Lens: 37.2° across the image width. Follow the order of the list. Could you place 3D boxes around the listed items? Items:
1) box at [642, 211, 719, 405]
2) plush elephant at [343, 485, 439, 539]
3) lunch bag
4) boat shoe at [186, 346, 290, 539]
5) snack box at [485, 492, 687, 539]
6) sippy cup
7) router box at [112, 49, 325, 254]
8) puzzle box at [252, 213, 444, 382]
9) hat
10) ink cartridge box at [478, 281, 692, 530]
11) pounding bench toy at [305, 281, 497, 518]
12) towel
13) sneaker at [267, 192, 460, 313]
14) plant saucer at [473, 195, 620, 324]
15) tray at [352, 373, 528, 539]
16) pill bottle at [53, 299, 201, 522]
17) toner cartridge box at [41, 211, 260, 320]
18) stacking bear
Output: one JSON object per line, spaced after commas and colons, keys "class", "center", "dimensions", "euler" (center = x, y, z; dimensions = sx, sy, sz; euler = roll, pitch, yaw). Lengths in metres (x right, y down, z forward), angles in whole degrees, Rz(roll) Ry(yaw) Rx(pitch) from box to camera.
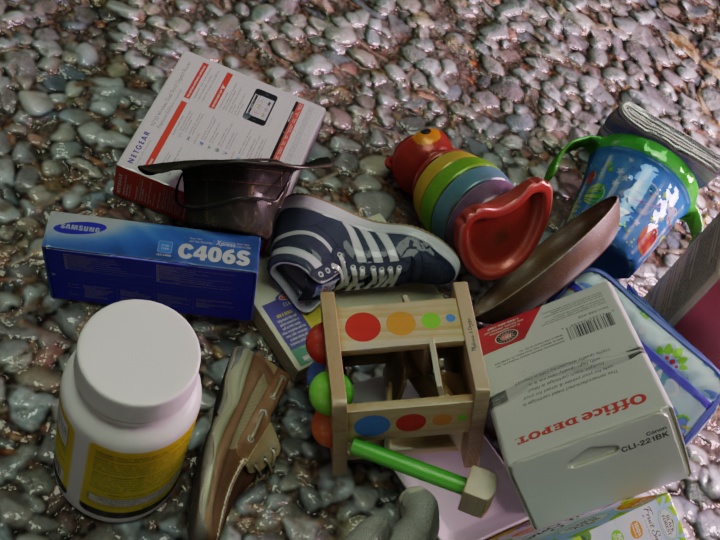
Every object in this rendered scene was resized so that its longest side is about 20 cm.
{"class": "box", "center": [0.386, 0.043, 1.145], "dimensions": [0.108, 0.201, 0.128], "euler": [27, 51, 0]}
{"class": "plush elephant", "center": [-0.025, 0.287, 0.871], "dimensions": [0.153, 0.166, 0.200], "euler": [-4, 9, 21]}
{"class": "lunch bag", "center": [0.256, 0.106, 1.086], "dimensions": [0.161, 0.082, 0.200], "euler": [-46, 75, 2]}
{"class": "boat shoe", "center": [-0.106, 0.160, 0.971], "dimensions": [0.071, 0.076, 0.201], "euler": [18, 53, -8]}
{"class": "snack box", "center": [0.161, 0.246, 0.915], "dimensions": [0.141, 0.200, 0.053], "euler": [-17, 81, -28]}
{"class": "sippy cup", "center": [0.302, -0.067, 1.242], "dimensions": [0.177, 0.140, 0.131], "euler": [23, 67, 33]}
{"class": "router box", "center": [-0.152, -0.136, 1.187], "dimensions": [0.178, 0.049, 0.201], "euler": [22, 51, -2]}
{"class": "puzzle box", "center": [-0.023, 0.024, 1.130], "dimensions": [0.199, 0.025, 0.133], "euler": [-22, 65, -31]}
{"class": "hat", "center": [-0.117, -0.069, 1.044], "dimensions": [0.199, 0.200, 0.082], "euler": [-5, 95, -22]}
{"class": "ink cartridge box", "center": [0.190, 0.115, 0.952], "dimensions": [0.143, 0.084, 0.201], "euler": [-22, 28, 9]}
{"class": "pounding bench toy", "center": [0.032, 0.130, 0.964], "dimensions": [0.154, 0.125, 0.201], "euler": [-4, 50, -5]}
{"class": "towel", "center": [0.354, -0.138, 1.290], "dimensions": [0.146, 0.200, 0.024], "euler": [33, 86, 5]}
{"class": "sneaker", "center": [0.000, 0.000, 1.094], "dimensions": [0.198, 0.070, 0.109], "euler": [19, 51, -2]}
{"class": "plant saucer", "center": [0.199, -0.004, 1.125], "dimensions": [0.032, 0.200, 0.200], "euler": [51, 54, -1]}
{"class": "tray", "center": [0.073, 0.179, 1.036], "dimensions": [0.107, 0.022, 0.201], "euler": [-15, 53, -29]}
{"class": "pill bottle", "center": [-0.193, 0.119, 0.888], "dimensions": [0.113, 0.201, 0.115], "euler": [9, 53, -13]}
{"class": "toner cartridge box", "center": [-0.198, -0.003, 1.028], "dimensions": [0.198, 0.095, 0.044], "euler": [7, 57, -6]}
{"class": "stacking bear", "center": [0.105, -0.089, 1.194], "dimensions": [0.121, 0.114, 0.200], "euler": [-25, 46, -18]}
